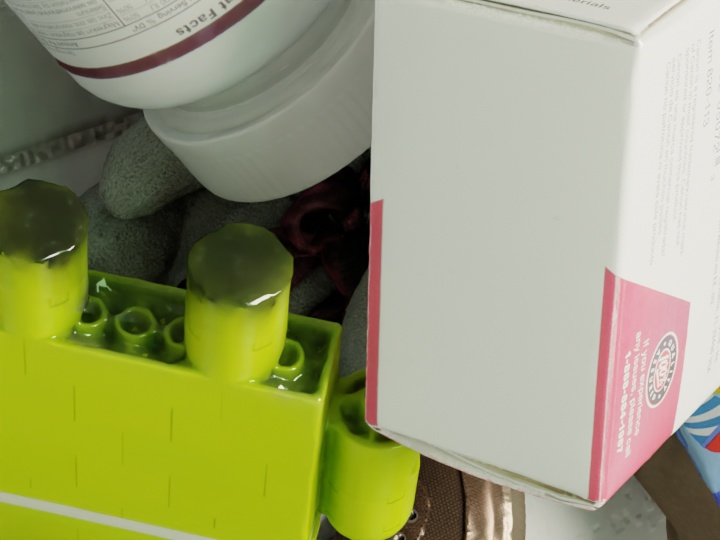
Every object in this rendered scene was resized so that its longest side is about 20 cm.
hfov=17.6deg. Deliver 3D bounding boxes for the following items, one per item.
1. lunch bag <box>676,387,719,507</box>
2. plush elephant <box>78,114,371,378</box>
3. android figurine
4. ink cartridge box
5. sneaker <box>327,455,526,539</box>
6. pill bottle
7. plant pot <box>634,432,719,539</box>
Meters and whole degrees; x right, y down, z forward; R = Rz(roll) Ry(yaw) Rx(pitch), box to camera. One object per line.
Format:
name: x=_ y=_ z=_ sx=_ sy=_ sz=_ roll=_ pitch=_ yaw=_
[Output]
lunch bag: x=0.168 y=-0.019 z=0.840 sx=0.151 sy=0.200 sz=0.094 roll=60 pitch=14 yaw=-4
plush elephant: x=0.000 y=0.000 z=0.801 sx=0.200 sy=0.155 sz=0.165 roll=-51 pitch=124 yaw=-27
android figurine: x=-0.071 y=0.051 z=0.737 sx=0.200 sy=0.182 sz=0.041 roll=94 pitch=8 yaw=-52
ink cartridge box: x=0.088 y=-0.043 z=0.701 sx=0.200 sy=0.083 sz=0.147 roll=-36 pitch=135 yaw=-49
sneaker: x=0.006 y=0.136 z=0.877 sx=0.075 sy=0.070 sz=0.200 roll=17 pitch=81 yaw=-38
pill bottle: x=-0.067 y=-0.118 z=0.681 sx=0.200 sy=0.109 sz=0.110 roll=50 pitch=61 yaw=-36
plant pot: x=0.161 y=0.029 z=0.952 sx=0.175 sy=0.200 sz=0.200 roll=37 pitch=68 yaw=-19
